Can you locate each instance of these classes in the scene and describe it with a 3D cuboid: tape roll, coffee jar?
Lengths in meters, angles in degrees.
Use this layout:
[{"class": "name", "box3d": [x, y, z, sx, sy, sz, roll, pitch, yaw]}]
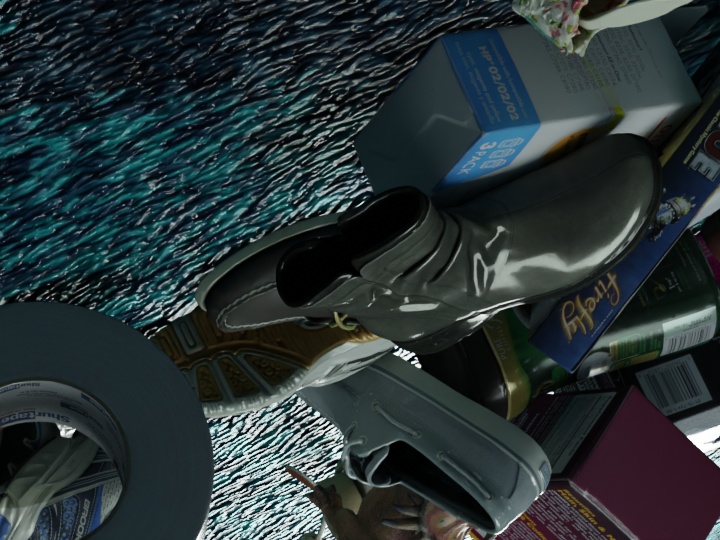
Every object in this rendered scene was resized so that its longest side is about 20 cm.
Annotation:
[{"class": "tape roll", "box3d": [-0.184, 0.121, 1.542, 0.200, 0.201, 0.066, -19, 159, -14]}, {"class": "coffee jar", "box3d": [0.133, 0.030, 1.815, 0.199, 0.105, 0.085, -20, 156, -10]}]

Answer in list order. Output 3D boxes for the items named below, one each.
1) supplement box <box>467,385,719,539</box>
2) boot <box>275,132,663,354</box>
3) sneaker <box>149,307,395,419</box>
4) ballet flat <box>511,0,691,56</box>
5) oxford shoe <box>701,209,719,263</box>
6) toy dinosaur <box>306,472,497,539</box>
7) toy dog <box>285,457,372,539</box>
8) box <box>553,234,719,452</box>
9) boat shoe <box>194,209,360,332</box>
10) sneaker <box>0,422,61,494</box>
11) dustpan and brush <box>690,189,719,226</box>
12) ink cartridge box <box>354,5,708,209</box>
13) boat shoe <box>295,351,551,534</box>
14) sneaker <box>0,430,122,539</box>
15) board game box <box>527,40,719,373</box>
[{"class": "supplement box", "box3d": [0.147, 0.149, 1.862, 0.086, 0.110, 0.200, -54, -161, -22]}, {"class": "boot", "box3d": [0.061, -0.019, 1.485, 0.200, 0.068, 0.131, -32, 152, 21]}, {"class": "sneaker", "box3d": [-0.047, 0.055, 1.712, 0.199, 0.076, 0.088, -19, 159, -13]}, {"class": "ballet flat", "box3d": [0.172, -0.175, 1.421, 0.200, 0.064, 0.076, -31, 158, 14]}, {"class": "oxford shoe", "box3d": [0.333, 0.010, 1.881, 0.075, 0.200, 0.070, -53, -179, 30]}, {"class": "toy dinosaur", "box3d": [0.026, 0.175, 1.841, 0.086, 0.136, 0.200, 7, 133, -24]}, {"class": "toy dog", "box3d": [-0.003, 0.150, 2.011, 0.132, 0.097, 0.200, -14, 172, -34]}, {"class": "box", "box3d": [0.245, 0.057, 1.961, 0.199, 0.132, 0.115, -18, 160, -19]}, {"class": "boat shoe", "box3d": [0.000, 0.000, 1.652, 0.201, 0.061, 0.072, -20, 158, -14]}, {"class": "sneaker", "box3d": [-0.268, 0.147, 1.697, 0.200, 0.075, 0.087, -29, 165, 13]}, {"class": "dustpan and brush", "box3d": [0.190, -0.050, 1.760, 0.200, 0.057, 0.140, -34, 174, 17]}, {"class": "ink cartridge box", "box3d": [0.111, -0.087, 1.556, 0.199, 0.068, 0.115, -11, 157, -34]}, {"class": "boat shoe", "box3d": [0.024, 0.107, 1.757, 0.072, 0.200, 0.070, -49, 151, -30]}, {"class": "sneaker", "box3d": [-0.148, 0.129, 1.687, 0.200, 0.085, 0.077, -44, 171, -48]}, {"class": "board game box", "box3d": [0.172, -0.044, 1.599, 0.200, 0.035, 0.136, -53, -175, 16]}]
